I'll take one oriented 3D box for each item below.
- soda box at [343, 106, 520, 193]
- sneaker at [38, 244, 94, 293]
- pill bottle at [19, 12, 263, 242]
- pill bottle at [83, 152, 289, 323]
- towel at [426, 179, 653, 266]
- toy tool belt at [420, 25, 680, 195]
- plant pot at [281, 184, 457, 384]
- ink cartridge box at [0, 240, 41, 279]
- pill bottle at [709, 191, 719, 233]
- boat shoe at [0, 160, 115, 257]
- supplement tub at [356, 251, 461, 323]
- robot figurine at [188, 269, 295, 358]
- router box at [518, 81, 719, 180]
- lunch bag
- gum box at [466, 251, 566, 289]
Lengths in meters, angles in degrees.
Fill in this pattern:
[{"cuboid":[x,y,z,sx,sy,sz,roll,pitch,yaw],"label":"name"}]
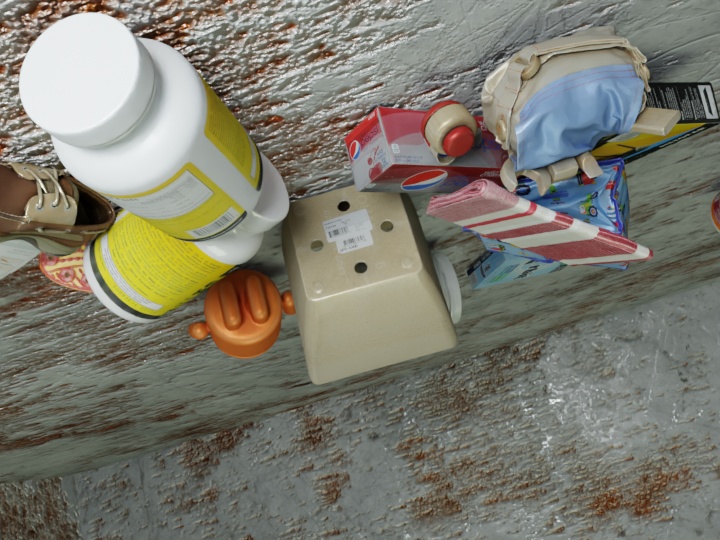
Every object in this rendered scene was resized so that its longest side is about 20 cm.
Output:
[{"cuboid":[0.086,-0.123,0.751,0.199,0.064,0.070,-4,163,-36],"label":"soda box"},{"cuboid":[-0.260,-0.008,0.815,0.199,0.073,0.077,-2,174,-27],"label":"sneaker"},{"cuboid":[-0.152,-0.098,0.523,0.111,0.113,0.200,-17,164,6],"label":"pill bottle"},{"cuboid":[-0.169,-0.037,0.699,0.200,0.113,0.112,-31,159,28],"label":"pill bottle"},{"cuboid":[0.184,-0.047,0.750,0.199,0.023,0.144,19,173,-16],"label":"towel"},{"cuboid":[0.166,-0.130,0.633,0.199,0.123,0.125,-24,145,-4],"label":"toy tool belt"},{"cuboid":[0.000,0.000,0.885,0.199,0.201,0.177,-15,154,0],"label":"plant pot"},{"cuboid":[-0.433,-0.013,0.689,0.199,0.047,0.160,-27,161,21],"label":"ink cartridge box"},{"cuboid":[0.700,-0.129,1.233,0.109,0.110,0.200,-15,165,-1],"label":"pill bottle"},{"cuboid":[-0.280,-0.063,0.609,0.071,0.076,0.200,-21,173,6],"label":"boat shoe"},{"cuboid":[0.050,0.049,1.165,0.199,0.146,0.145,-12,164,-11],"label":"supplement tub"},{"cuboid":[-0.177,0.069,1.072,0.144,0.116,0.200,-53,175,-19],"label":"robot figurine"},{"cuboid":[0.268,-0.150,0.802,0.148,0.051,0.200,-7,173,-25],"label":"router box"},{"cuboid":[0.223,-0.064,0.876,0.199,0.095,0.150,1,165,24],"label":"lunch bag"},{"cuboid":[0.324,-0.026,1.352,0.199,0.045,0.170,-12,164,-16],"label":"gum box"}]
